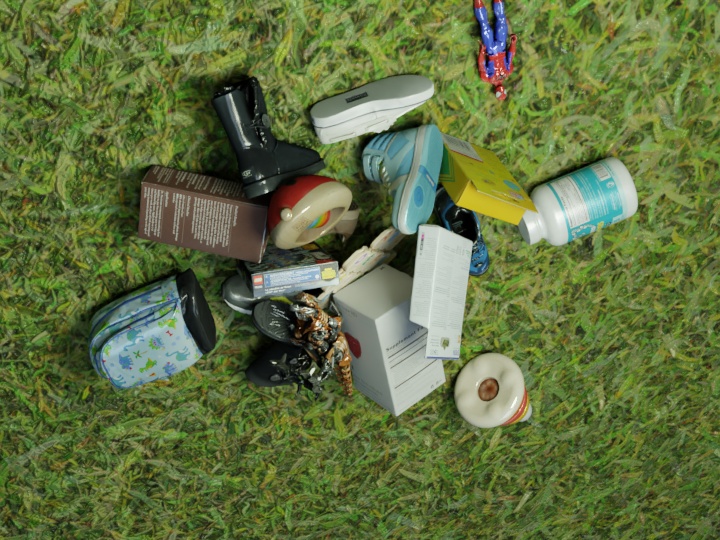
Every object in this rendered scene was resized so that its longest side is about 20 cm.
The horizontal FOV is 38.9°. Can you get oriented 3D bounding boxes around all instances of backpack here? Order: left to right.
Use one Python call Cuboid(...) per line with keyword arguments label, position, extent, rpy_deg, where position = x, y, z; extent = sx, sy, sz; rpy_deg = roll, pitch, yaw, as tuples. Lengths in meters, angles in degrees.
Cuboid(label="backpack", position=(-0.350, 0.105, 1.676), extent=(0.197, 0.155, 0.164), rpy_deg=(-9, 133, 3))

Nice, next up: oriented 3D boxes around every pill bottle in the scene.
Cuboid(label="pill bottle", position=(0.372, -0.113, 1.775), extent=(0.198, 0.111, 0.112), rpy_deg=(-22, 127, -2))

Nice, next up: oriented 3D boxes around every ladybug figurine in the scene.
Cuboid(label="ladybug figurine", position=(-0.083, -0.094, 1.538), extent=(0.135, 0.200, 0.072), rpy_deg=(-41, 82, 12))

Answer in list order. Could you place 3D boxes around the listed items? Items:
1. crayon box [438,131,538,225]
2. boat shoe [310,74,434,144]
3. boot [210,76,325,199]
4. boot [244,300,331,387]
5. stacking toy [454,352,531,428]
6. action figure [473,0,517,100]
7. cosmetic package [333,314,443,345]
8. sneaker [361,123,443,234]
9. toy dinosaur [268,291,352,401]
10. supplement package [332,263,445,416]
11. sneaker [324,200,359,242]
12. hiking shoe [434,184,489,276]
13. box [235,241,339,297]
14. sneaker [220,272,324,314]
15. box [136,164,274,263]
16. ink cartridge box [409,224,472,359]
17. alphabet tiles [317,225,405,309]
Cuboid(label="crayon box", position=(0.191, -0.142, 1.639), extent=(0.126, 0.201, 0.051), rpy_deg=(17, 117, -26))
Cuboid(label="boat shoe", position=(0.022, -0.247, 1.596), extent=(0.198, 0.072, 0.066), rpy_deg=(-20, 131, -4))
Cuboid(label="boot", position=(-0.137, -0.212, 1.549), extent=(0.076, 0.200, 0.170), rpy_deg=(-12, 100, 32))
Cuboid(label="boot", position=(-0.148, 0.132, 1.751), extent=(0.163, 0.066, 0.200), rpy_deg=(17, 146, -25))
Cuboid(label="stacking toy", position=(0.283, 0.259, 2.003), extent=(0.146, 0.147, 0.200), rpy_deg=(-39, 142, 10))
Cuboid(label="action figure", position=(0.211, -0.358, 1.600), extent=(0.065, 0.052, 0.202), rpy_deg=(-20, 129, -9))
Cuboid(label="cosmetic package", position=(0.048, 0.113, 1.842), extent=(0.197, 0.071, 0.106), rpy_deg=(8, 118, -23))
Cuboid(label="sneaker", position=(0.051, -0.139, 1.611), extent=(0.129, 0.202, 0.080), rpy_deg=(-2, 143, 28))
Cuboid(label="toy dinosaur", position=(-0.061, 0.130, 1.642), extent=(0.200, 0.102, 0.136), rpy_deg=(48, 64, -14))
Cuboid(label="supplement package", position=(0.050, 0.115, 1.708), extent=(0.119, 0.121, 0.202), rpy_deg=(-30, 125, -26))
Cuboid(label="sneaker", position=(-0.098, -0.078, 1.667), extent=(0.197, 0.071, 0.076), rpy_deg=(2, 123, -19))
Cuboid(label="hiking shoe", position=(0.178, -0.054, 1.764), extent=(0.074, 0.087, 0.201), rpy_deg=(-29, 127, 2))
Cuboid(label="box", position=(-0.121, -0.007, 1.628), extent=(0.135, 0.200, 0.040), rpy_deg=(-8, 104, -13))
Cuboid(label="sneaker", position=(-0.136, 0.024, 1.708), extent=(0.198, 0.075, 0.085), rpy_deg=(0, 155, -29))
Cuboid(label="box", position=(-0.238, -0.089, 1.575), extent=(0.197, 0.075, 0.101), rpy_deg=(13, 120, 0))
Cuboid(label="ink cartridge box", position=(0.126, 0.039, 1.623), extent=(0.043, 0.196, 0.203), rpy_deg=(7, 87, 21))
Cuboid(label="alphabet tiles", position=(0.000, 0.000, 1.704), extent=(0.196, 0.015, 0.200), rpy_deg=(-45, 168, 12))
